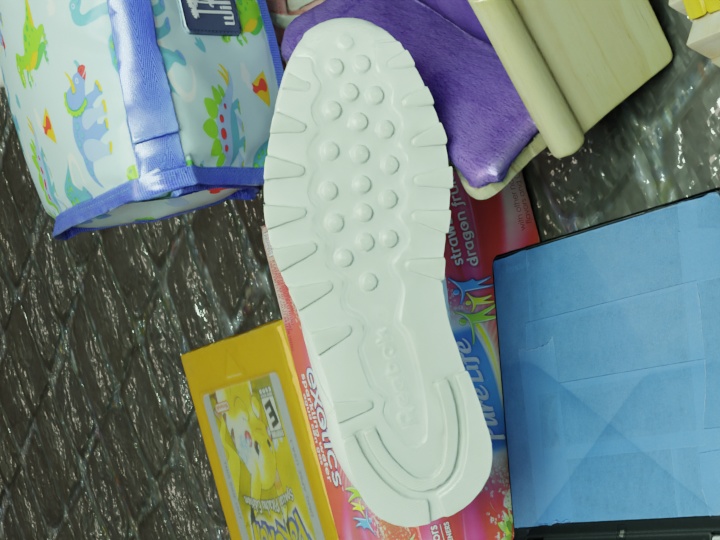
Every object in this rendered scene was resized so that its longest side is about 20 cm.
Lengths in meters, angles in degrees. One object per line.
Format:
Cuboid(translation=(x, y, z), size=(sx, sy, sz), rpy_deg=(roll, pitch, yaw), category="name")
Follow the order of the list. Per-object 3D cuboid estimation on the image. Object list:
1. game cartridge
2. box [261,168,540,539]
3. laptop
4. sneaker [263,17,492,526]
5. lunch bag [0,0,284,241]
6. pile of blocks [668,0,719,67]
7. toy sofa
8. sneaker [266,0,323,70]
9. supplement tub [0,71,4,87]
Cuboid(translation=(-0.038, 0.131, 1.162), size=(0.176, 0.032, 0.202), rpy_deg=(-21, 82, 66), category="game cartridge")
Cuboid(translation=(0.036, 0.059, 0.963), size=(0.095, 0.099, 0.202), rpy_deg=(-17, 87, 66), category="box")
Cuboid(translation=(0.058, 0.086, 0.813), size=(0.116, 0.200, 0.187), rpy_deg=(54, 157, -7), category="laptop")
Cuboid(translation=(0.000, 0.000, 0.840), size=(0.081, 0.076, 0.202), rpy_deg=(-138, 40, -80), category="sneaker")
Cuboid(translation=(-0.103, -0.109, 0.937), size=(0.200, 0.126, 0.171), rpy_deg=(152, 105, -86), category="lunch bag")
Cuboid(translation=(0.092, -0.162, 0.744), size=(0.062, 0.082, 0.202), rpy_deg=(-18, 87, 65), category="pile of blocks")
Cuboid(translation=(0.027, -0.116, 0.864), size=(0.200, 0.097, 0.083), rpy_deg=(40, 165, 54), category="toy sofa")
Cuboid(translation=(-0.019, -0.105, 1.024), size=(0.201, 0.075, 0.105), rpy_deg=(104, 149, -59), category="sneaker")
Cuboid(translation=(-0.171, -0.216, 1.211), size=(0.144, 0.143, 0.202), rpy_deg=(12, 114, 63), category="supplement tub")
